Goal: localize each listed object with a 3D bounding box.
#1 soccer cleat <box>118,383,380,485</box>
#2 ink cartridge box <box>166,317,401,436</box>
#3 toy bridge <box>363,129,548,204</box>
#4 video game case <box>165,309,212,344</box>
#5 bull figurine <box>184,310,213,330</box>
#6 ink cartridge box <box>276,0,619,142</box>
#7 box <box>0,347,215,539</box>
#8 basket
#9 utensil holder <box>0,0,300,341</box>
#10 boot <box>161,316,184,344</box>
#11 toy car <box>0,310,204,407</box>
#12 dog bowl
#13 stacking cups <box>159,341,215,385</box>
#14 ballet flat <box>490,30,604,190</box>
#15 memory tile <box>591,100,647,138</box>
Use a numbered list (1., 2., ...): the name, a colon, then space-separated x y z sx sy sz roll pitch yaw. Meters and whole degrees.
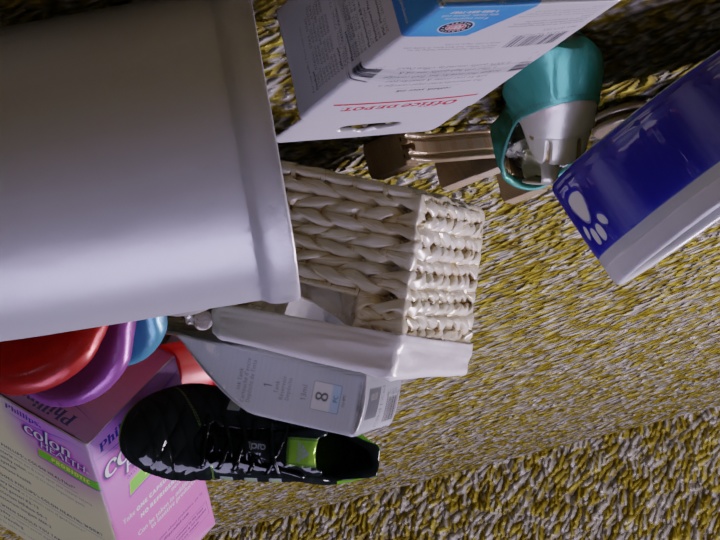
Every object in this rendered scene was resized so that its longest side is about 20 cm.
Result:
1. soccer cleat: -0.074 0.117 1.602 0.200 0.068 0.081 8 180 -40
2. ink cartridge box: -0.081 0.069 1.588 0.199 0.047 0.160 11 -178 10
3. toy bridge: 0.086 -0.078 1.652 0.067 0.027 0.200 -21 165 32
4. video game case: -0.077 0.041 1.800 0.182 0.022 0.200 -14 148 -47
5. bull figurine: -0.152 -0.010 1.547 0.199 0.065 0.122 -5 -154 -6
6. ink cartridge box: 0.034 -0.134 1.236 0.116 0.068 0.200 -6 166 -30
7. box: -0.214 0.119 1.684 0.097 0.176 0.200 -47 147 -29
8. basket: 0.000 0.000 1.556 0.135 0.124 0.200 12 -178 16
9. utensil holder: -0.142 -0.051 1.201 0.199 0.171 0.170 -10 168 -4
10. boot: -0.161 0.021 1.756 0.155 0.073 0.200 -12 161 -28
11. toy car: -0.177 0.006 1.379 0.174 0.151 0.200 9 177 22
12. dog bowl: 0.225 -0.079 1.501 0.200 0.079 0.200 -35 173 -5
13. stacking cups: -0.077 0.066 1.738 0.060 0.061 0.200 -22 172 38
14. ballet flat: 0.126 -0.096 1.509 0.067 0.071 0.200 -11 168 -5
15. memory tile: 0.271 -0.122 1.675 0.199 0.017 0.153 -16 168 17
